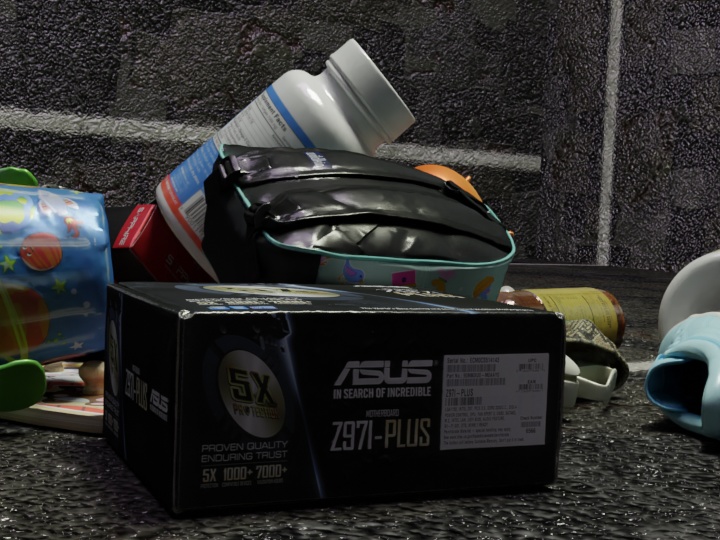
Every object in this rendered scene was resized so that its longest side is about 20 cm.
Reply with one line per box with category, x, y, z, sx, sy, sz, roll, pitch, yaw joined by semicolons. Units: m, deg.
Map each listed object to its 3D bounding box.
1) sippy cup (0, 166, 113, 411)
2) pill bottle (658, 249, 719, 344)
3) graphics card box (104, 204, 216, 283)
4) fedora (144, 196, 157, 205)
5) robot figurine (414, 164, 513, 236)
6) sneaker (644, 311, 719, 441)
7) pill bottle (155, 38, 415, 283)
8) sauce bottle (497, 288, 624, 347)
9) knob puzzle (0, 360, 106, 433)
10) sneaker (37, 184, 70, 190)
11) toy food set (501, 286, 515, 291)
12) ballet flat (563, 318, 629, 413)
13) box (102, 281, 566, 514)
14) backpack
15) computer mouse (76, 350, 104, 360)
sippy cup;-0.217;0.004;0.658;0.128;0.181;0.140;-4;-16;-16
pill bottle;0.313;0.039;0.899;0.112;0.117;0.199;4;3;21
graphics card box;-0.222;0.004;0.925;0.197;0.051;0.126;1;-38;33
fedora;-0.154;0.000;1.119;0.198;0.203;0.092;0;34;-39
robot figurine;0.029;-0.018;0.932;0.197;0.118;0.144;-24;8;-13
sneaker;0.223;0.065;0.719;0.080;0.075;0.200;6;2;-4
pill bottle;-0.056;-0.086;0.858;0.199;0.113;0.112;-39;0;5
sauce bottle;0.134;0.049;0.886;0.198;0.067;0.066;-2;5;-38
knob puzzle;-0.156;0.070;0.696;0.215;0.031;0.220;3;3;0
sneaker;-0.278;0.005;0.795;0.089;0.079;0.200;-13;26;40
toy food set;0.121;0.041;1.167;0.197;0.062;0.143;5;4;31
ballet flat;0.135;0.069;0.751;0.075;0.069;0.199;32;18;33
box;-0.020;0.055;0.559;0.197;0.088;0.163;1;3;-23
backpack;0.000;0.000;0.752;0.197;0.156;0.176;-5;28;-23
computer mouse;-0.124;0.042;0.823;0.196;0.047;0.140;2;-11;-10
